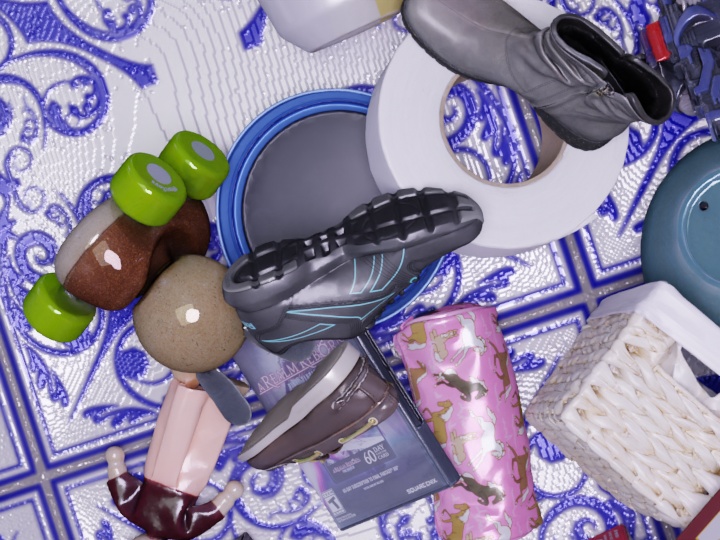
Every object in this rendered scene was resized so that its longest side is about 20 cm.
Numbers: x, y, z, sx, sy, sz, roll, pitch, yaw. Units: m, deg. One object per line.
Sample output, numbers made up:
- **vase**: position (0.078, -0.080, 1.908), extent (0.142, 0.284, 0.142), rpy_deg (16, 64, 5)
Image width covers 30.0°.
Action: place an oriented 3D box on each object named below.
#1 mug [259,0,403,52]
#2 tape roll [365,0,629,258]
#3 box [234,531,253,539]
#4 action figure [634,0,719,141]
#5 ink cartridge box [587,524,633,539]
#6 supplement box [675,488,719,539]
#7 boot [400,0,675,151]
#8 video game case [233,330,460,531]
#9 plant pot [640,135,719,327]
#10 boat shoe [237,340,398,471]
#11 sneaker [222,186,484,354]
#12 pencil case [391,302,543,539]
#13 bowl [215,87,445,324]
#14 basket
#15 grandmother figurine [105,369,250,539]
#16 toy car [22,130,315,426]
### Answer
- **mug**: position (-0.020, -0.265, 1.052), extent (0.186, 0.149, 0.154), rpy_deg (-19, 98, 33)
- **tape roll**: position (0.107, -0.111, 1.060), extent (0.202, 0.071, 0.203), rpy_deg (1, 84, -9)
- **box**: position (-0.127, 0.343, 1.129), extent (0.200, 0.048, 0.159), rpy_deg (-37, 93, 6)
- **action figure**: position (0.293, -0.146, 1.037), extent (0.193, 0.200, 0.105), rpy_deg (-4, 136, 14)
- **ink cartridge box**: position (0.141, 0.289, 1.053), extent (0.200, 0.148, 0.086), rpy_deg (-30, 87, 8)
- **supplement box**: position (0.314, 0.196, 0.927), extent (0.133, 0.200, 0.198), rpy_deg (45, 119, 23)
- **boot**: position (0.129, -0.164, 0.967), extent (0.200, 0.131, 0.068), rpy_deg (33, 80, -4)
- **video game case**: position (-0.022, 0.107, 1.088), extent (0.143, 0.019, 0.200), rpy_deg (-31, 92, 44)
- **plant pot**: position (0.297, -0.022, 1.002), extent (0.199, 0.135, 0.201), rpy_deg (-4, 80, 25)
- **boat shoe**: position (-0.036, 0.120, 1.046), extent (0.059, 0.200, 0.072), rpy_deg (38, 52, -6)
- **sneaker**: position (0.000, 0.000, 0.997), extent (0.199, 0.075, 0.079), rpy_deg (-20, 119, 7)
- **pencil case**: position (0.087, 0.128, 1.089), extent (0.086, 0.083, 0.201), rpy_deg (-13, 90, 45)
- **bowl**: position (-0.020, -0.050, 1.118), extent (0.200, 0.039, 0.201), rpy_deg (0, 91, 7)
- **basket**: position (0.213, 0.102, 1.003), extent (0.135, 0.200, 0.123), rpy_deg (41, 84, 3)
- **grandmother figurine**: position (-0.162, 0.181, 1.133), extent (0.121, 0.061, 0.201), rpy_deg (17, 91, 17)
- **toy car**: position (-0.133, 0.022, 1.065), extent (0.200, 0.158, 0.164), rpy_deg (43, 116, 2)
